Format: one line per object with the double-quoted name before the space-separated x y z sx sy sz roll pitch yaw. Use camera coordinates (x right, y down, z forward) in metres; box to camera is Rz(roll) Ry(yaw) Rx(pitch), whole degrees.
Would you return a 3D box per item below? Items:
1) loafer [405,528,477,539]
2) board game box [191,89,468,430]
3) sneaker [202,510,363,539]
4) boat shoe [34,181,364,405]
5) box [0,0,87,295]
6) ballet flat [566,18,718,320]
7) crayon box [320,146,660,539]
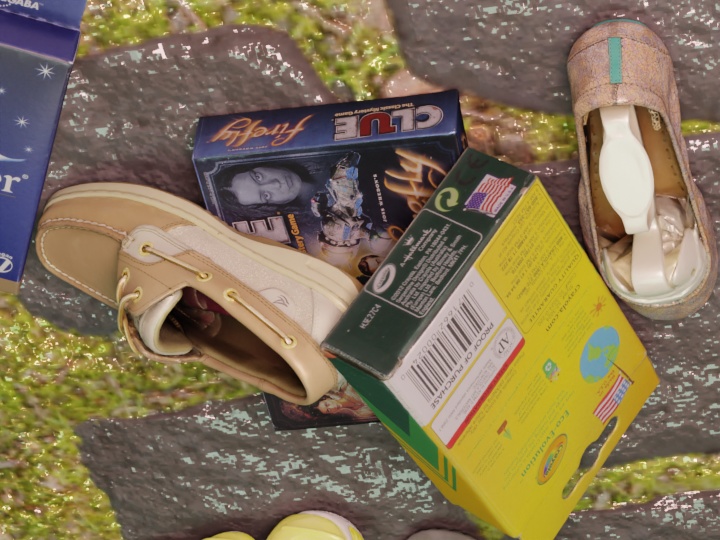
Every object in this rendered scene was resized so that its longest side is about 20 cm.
"loafer" 0.019 0.240 1.345 0.075 0.070 0.201 16 132 -10
"board game box" 0.000 0.000 1.145 0.135 0.035 0.201 -5 133 10
"sneaker" -0.088 0.214 1.305 0.199 0.105 0.076 -26 126 25
"boat shoe" -0.089 0.012 1.100 0.199 0.066 0.074 17 140 26
"box" -0.211 -0.078 1.093 0.120 0.033 0.201 14 132 -8
"ballet flat" 0.137 -0.030 1.083 0.068 0.067 0.201 -12 132 13
"crayon box" 0.072 0.048 1.108 0.051 0.127 0.200 25 161 40
